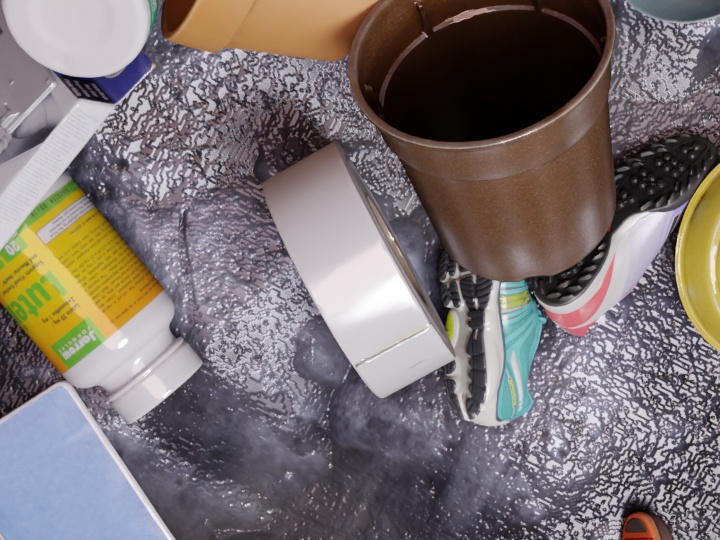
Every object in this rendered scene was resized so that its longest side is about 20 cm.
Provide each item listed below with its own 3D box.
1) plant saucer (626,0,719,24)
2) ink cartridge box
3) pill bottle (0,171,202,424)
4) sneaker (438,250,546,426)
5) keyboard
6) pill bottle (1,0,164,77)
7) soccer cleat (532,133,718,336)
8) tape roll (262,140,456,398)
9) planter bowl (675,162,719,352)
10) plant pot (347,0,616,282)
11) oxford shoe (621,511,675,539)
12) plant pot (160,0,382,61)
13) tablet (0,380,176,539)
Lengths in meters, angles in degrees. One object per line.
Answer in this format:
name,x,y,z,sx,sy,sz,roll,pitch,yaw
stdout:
plant saucer,0.287,-0.287,1.384,0.039,0.201,0.201,19,101,-46
ink cartridge box,-0.284,-0.146,1.397,0.200,0.041,0.200,-49,51,5
pill bottle,-0.226,0.026,1.442,0.111,0.111,0.200,-39,95,6
sneaker,0.115,0.030,1.466,0.080,0.077,0.200,4,89,-36
keyboard,-0.300,-0.187,1.397,0.056,0.011,0.200,-41,52,4
pill bottle,-0.198,-0.247,1.351,0.113,0.200,0.113,5,129,6
soccer cleat,0.227,-0.031,1.457,0.200,0.073,0.068,-47,51,-8
tape roll,0.000,0.000,1.390,0.071,0.202,0.203,-28,96,4
planter bowl,0.366,-0.008,1.417,0.200,0.083,0.201,-3,102,-14
plant pot,0.110,-0.107,1.347,0.200,0.200,0.198,-18,140,3
oxford shoe,0.286,0.295,1.503,0.072,0.071,0.200,-23,94,-25
plant pot,-0.057,-0.252,1.372,0.140,0.200,0.200,20,98,-18
tablet,-0.255,0.209,1.517,0.130,0.014,0.200,-32,95,5
